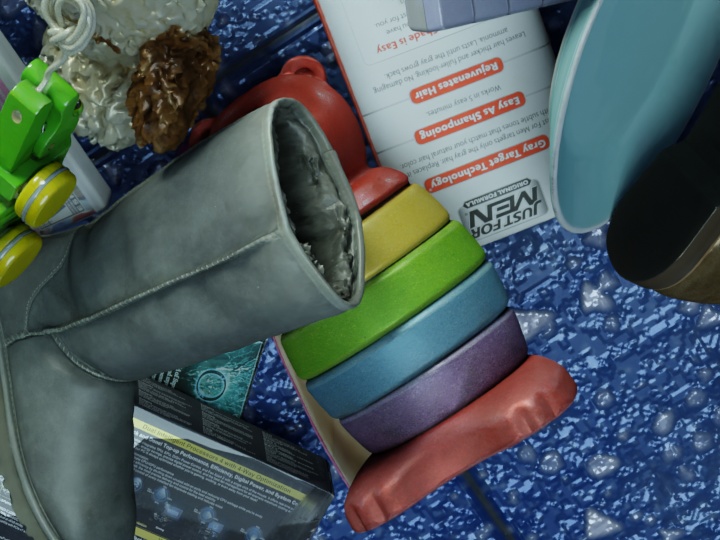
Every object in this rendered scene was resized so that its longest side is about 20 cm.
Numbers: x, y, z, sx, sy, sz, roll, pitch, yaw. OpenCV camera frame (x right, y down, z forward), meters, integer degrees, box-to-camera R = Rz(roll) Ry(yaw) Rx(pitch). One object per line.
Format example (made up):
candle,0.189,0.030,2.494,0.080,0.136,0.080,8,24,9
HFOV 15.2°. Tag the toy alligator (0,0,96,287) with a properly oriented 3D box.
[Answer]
toy alligator,-0.147,-0.058,1.190,0.059,0.054,0.200,40,129,7

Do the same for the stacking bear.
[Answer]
stacking bear,0.000,0.000,1.258,0.121,0.114,0.200,-32,93,14

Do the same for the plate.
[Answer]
plate,0.132,-0.113,1.261,0.026,0.200,0.201,26,111,22

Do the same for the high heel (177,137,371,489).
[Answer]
high heel,-0.032,0.026,1.324,0.067,0.096,0.200,-14,127,38

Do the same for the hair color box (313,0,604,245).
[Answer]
hair color box,0.037,-0.112,1.299,0.101,0.061,0.201,-21,112,1

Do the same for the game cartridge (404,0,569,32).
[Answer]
game cartridge,0.061,-0.216,1.220,0.129,0.038,0.201,-18,104,-40

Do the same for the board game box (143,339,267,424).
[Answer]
board game box,-0.139,0.105,1.382,0.135,0.028,0.201,14,109,-13

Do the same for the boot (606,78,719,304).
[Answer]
boot,0.208,-0.063,1.285,0.075,0.074,0.200,25,116,-41

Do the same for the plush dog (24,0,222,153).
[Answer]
plush dog,-0.107,-0.151,1.204,0.160,0.172,0.200,-32,111,6

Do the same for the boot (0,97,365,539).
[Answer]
boot,-0.079,0.036,1.220,0.199,0.073,0.182,-18,92,27

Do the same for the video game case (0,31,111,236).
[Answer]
video game case,-0.238,-0.050,1.276,0.200,0.018,0.143,-22,119,21

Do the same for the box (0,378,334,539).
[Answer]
box,-0.137,0.129,1.351,0.200,0.049,0.162,25,108,-15
